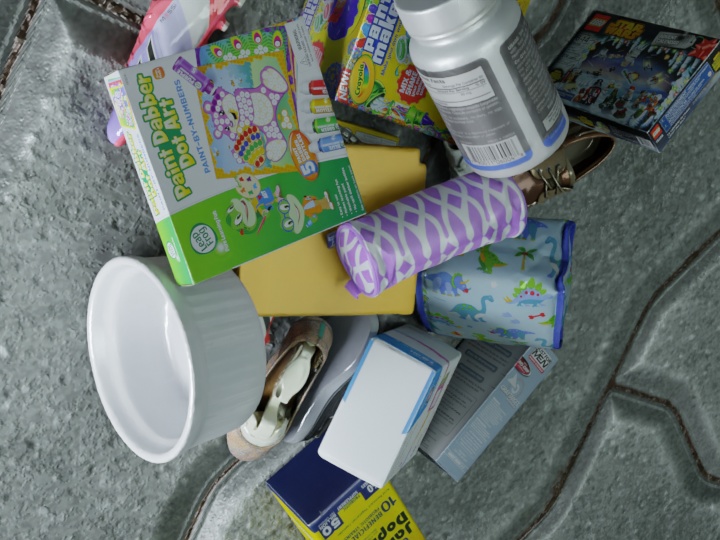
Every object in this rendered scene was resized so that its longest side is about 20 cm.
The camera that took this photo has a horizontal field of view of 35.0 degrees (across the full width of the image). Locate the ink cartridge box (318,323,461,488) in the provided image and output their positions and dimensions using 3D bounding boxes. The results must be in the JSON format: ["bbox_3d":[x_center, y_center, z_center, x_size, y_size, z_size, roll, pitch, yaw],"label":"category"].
[{"bbox_3d":[0.039,0.148,1.301,0.145,0.084,0.200,-65,170,7],"label":"ink cartridge box"}]

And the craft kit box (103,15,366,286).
[{"bbox_3d":[-0.111,-0.113,1.055,0.197,0.048,0.201,-24,100,-27],"label":"craft kit box"}]

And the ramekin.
[{"bbox_3d":[-0.179,0.078,1.120,0.097,0.200,0.202,-13,117,-39],"label":"ramekin"}]

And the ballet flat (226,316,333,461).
[{"bbox_3d":[-0.094,0.140,1.261,0.068,0.067,0.201,24,108,-13],"label":"ballet flat"}]

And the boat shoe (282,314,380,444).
[{"bbox_3d":[-0.032,0.118,1.302,0.056,0.069,0.200,7,127,-45],"label":"boat shoe"}]

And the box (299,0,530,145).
[{"bbox_3d":[0.050,-0.255,1.181,0.192,0.122,0.201,13,101,-37],"label":"box"}]

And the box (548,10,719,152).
[{"bbox_3d":[0.308,-0.224,1.322,0.137,0.200,0.040,-50,129,-7],"label":"box"}]

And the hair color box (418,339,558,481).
[{"bbox_3d":[0.144,0.153,1.433,0.200,0.099,0.061,-49,128,-7],"label":"hair color box"}]

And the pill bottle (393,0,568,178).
[{"bbox_3d":[0.116,-0.198,1.099,0.114,0.114,0.200,-42,126,-13],"label":"pill bottle"}]

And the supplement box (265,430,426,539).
[{"bbox_3d":[-0.008,0.306,1.387,0.109,0.109,0.200,-40,127,-14],"label":"supplement box"}]

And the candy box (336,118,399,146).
[{"bbox_3d":[-0.054,-0.119,1.227,0.199,0.026,0.103,11,106,-37],"label":"candy box"}]

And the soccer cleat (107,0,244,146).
[{"bbox_3d":[-0.187,-0.210,1.082,0.076,0.067,0.200,37,92,-9],"label":"soccer cleat"}]

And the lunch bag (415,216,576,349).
[{"bbox_3d":[0.156,0.023,1.317,0.200,0.169,0.128,80,22,-55],"label":"lunch bag"}]

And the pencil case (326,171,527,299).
[{"bbox_3d":[0.072,-0.037,1.146,0.199,0.084,0.086,-22,135,-19],"label":"pencil case"}]

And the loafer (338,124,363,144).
[{"bbox_3d":[-0.007,-0.089,1.213,0.200,0.070,0.075,41,84,-24],"label":"loafer"}]

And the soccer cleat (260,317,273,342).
[{"bbox_3d":[-0.119,0.019,1.202,0.085,0.069,0.201,6,114,-34],"label":"soccer cleat"}]

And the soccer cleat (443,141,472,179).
[{"bbox_3d":[0.126,-0.126,1.307,0.085,0.069,0.201,-13,130,-35],"label":"soccer cleat"}]

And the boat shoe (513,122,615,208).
[{"bbox_3d":[0.228,-0.125,1.390,0.200,0.072,0.076,-38,126,-16],"label":"boat shoe"}]

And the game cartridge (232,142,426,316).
[{"bbox_3d":[-0.031,-0.042,1.159,0.199,0.032,0.177,0,101,-26],"label":"game cartridge"}]
